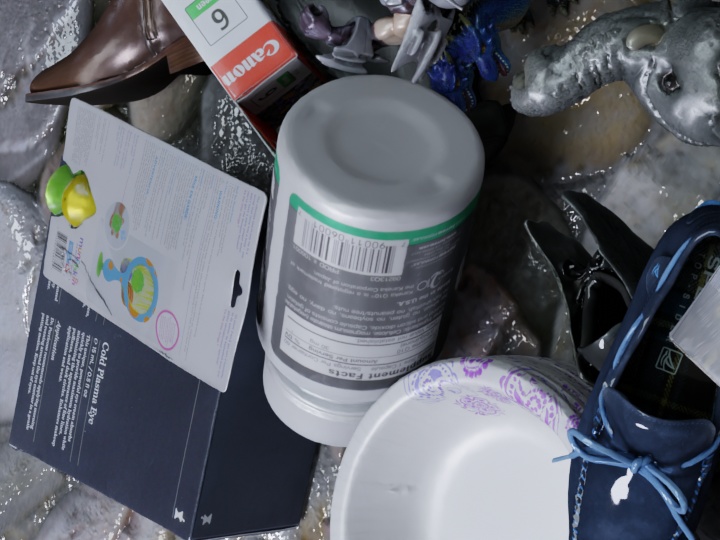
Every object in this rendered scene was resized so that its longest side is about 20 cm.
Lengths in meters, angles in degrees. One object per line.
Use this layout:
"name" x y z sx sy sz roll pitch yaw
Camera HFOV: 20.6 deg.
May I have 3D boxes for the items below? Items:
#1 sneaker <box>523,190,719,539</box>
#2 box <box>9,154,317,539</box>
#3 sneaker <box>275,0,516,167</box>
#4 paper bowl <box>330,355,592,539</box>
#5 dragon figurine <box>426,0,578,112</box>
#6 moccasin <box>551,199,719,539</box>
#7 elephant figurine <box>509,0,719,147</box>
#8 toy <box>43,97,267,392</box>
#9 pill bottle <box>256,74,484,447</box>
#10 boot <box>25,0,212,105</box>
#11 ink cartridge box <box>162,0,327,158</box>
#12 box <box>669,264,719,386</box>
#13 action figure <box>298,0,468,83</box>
"sneaker" 0.150 0.057 1.011 0.060 0.104 0.201 -40 45 36
"box" -0.114 0.045 1.263 0.181 0.104 0.202 22 104 39
"sneaker" 0.023 -0.135 1.173 0.091 0.076 0.201 -42 73 26
"paper bowl" 0.087 0.146 1.088 0.200 0.104 0.202 1 91 42
"dragon figurine" 0.064 -0.187 1.109 0.059 0.099 0.202 -16 80 39
"moccasin" 0.135 0.064 0.940 0.080 0.068 0.202 12 98 12
"elephant figurine" 0.201 -0.110 0.975 0.201 0.141 0.155 -56 43 19
"toy" -0.113 -0.020 1.165 0.199 0.047 0.116 26 110 42
"pill bottle" 0.000 0.000 1.108 0.113 0.113 0.201 48 147 30
"boot" -0.161 -0.220 1.328 0.185 0.064 0.202 -13 85 27
"ink cartridge box" -0.065 -0.133 1.201 0.050 0.109 0.201 -37 81 5
"box" 0.243 -0.023 0.890 0.048 0.199 0.159 46 119 26
"action figure" -0.001 -0.175 1.080 0.200 0.069 0.131 29 92 48
